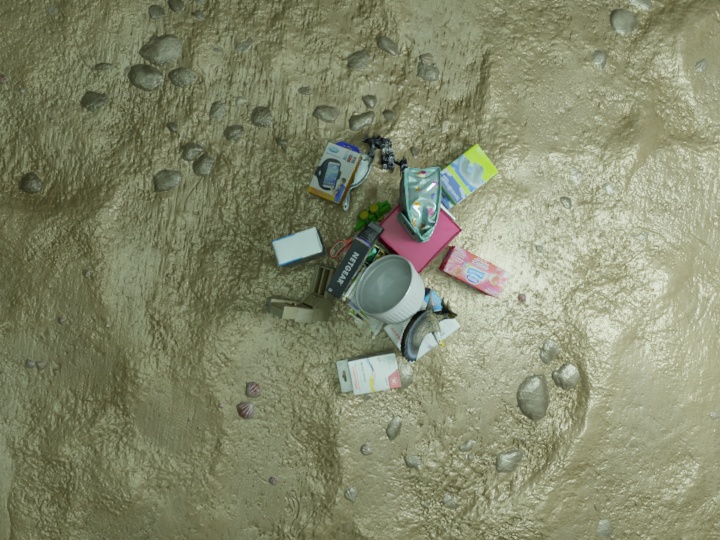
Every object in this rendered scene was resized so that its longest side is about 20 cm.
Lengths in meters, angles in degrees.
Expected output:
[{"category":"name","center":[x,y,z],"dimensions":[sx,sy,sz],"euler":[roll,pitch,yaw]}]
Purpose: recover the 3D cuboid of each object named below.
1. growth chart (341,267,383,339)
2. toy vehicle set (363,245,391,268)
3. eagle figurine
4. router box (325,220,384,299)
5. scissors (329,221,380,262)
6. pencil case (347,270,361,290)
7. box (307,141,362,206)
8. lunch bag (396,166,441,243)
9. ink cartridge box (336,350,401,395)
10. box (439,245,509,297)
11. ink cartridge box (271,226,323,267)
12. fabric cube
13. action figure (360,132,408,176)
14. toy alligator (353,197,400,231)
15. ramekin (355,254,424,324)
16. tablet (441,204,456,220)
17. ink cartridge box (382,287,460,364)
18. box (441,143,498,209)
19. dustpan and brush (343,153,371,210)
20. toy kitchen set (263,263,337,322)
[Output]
[{"category":"growth chart","center":[0.022,0.108,1.649],"dimensions":[0.145,0.018,0.200],"euler":[-51,123,-22]},{"category":"toy vehicle set","center":[0.000,0.000,1.773],"dimensions":[0.124,0.027,0.200],"euler":[29,92,-6]},{"category":"eagle figurine","center":[0.189,0.171,1.564],"dimensions":[0.200,0.151,0.152],"euler":[-30,132,0]},{"category":"router box","center":[-0.016,-0.033,1.560],"dimensions":[0.052,0.157,0.200],"euler":[32,119,2]},{"category":"scissors","center":[-0.021,-0.110,1.783],"dimensions":[0.073,0.014,0.200],"euler":[41,92,0]},{"category":"pencil case","center":[0.004,0.068,1.720],"dimensions":[0.088,0.088,0.200],"euler":[-28,98,1]},{"category":"box","center":[-0.079,-0.323,1.727],"dimensions":[0.119,0.041,0.200],"euler":[23,91,13]},{"category":"lunch bag","center":[0.166,-0.176,1.506],"dimensions":[0.122,0.170,0.201],"euler":[-1,89,0]},{"category":"ink cartridge box","center":[0.025,0.342,1.765],"dimensions":[0.199,0.067,0.117],"euler":[-11,91,0]},{"category":"box","center":[0.369,0.003,1.743],"dimensions":[0.200,0.100,0.096],"euler":[27,91,-1]},{"category":"ink cartridge box","center":[-0.189,-0.070,1.694],"dimensions":[0.144,0.200,0.085],"euler":[-18,87,0]},{"category":"fabric cube","center":[0.174,-0.121,1.691],"dimensions":[0.196,0.199,0.200],"euler":[-44,91,0]},{"category":"action figure","center":[0.068,-0.372,1.725],"dimensions":[0.119,0.200,0.102],"euler":[-1,127,-32]},{"category":"toy alligator","center":[0.055,-0.202,1.765],"dimensions":[0.200,0.059,0.054],"euler":[-35,50,1]},{"category":"ramekin","center":[0.094,0.064,1.569],"dimensions":[0.200,0.200,0.105],"euler":[-49,131,1]},{"category":"tablet","center":[0.249,-0.207,1.689],"dimensions":[0.130,0.200,0.014],"euler":[45,100,-1]},{"category":"ink cartridge box","center":[0.190,0.175,1.723],"dimensions":[0.200,0.145,0.147],"euler":[-36,92,0]},{"category":"box","center":[0.338,-0.310,1.763],"dimensions":[0.200,0.048,0.122],"euler":[-38,90,0]},{"category":"dustpan and brush","center":[-0.038,-0.296,1.756],"dimensions":[0.139,0.057,0.201],"euler":[6,91,0]},{"category":"toy kitchen set","center":[-0.208,0.058,1.718],"dimensions":[0.163,0.200,0.181],"euler":[17,95,41]}]
